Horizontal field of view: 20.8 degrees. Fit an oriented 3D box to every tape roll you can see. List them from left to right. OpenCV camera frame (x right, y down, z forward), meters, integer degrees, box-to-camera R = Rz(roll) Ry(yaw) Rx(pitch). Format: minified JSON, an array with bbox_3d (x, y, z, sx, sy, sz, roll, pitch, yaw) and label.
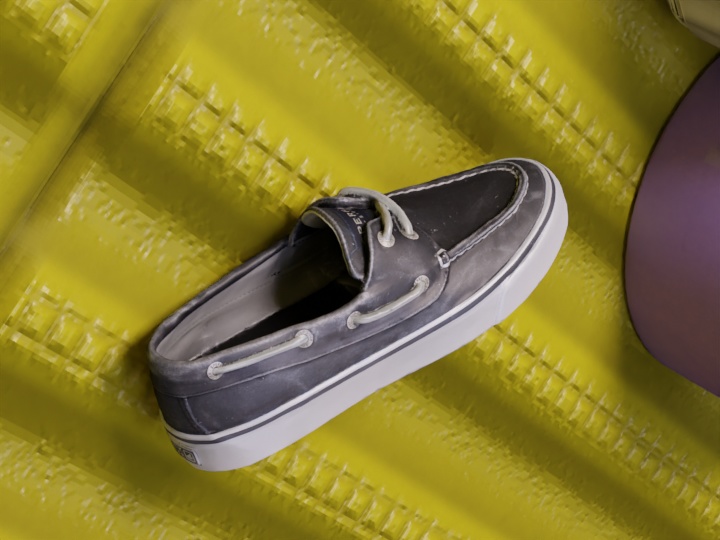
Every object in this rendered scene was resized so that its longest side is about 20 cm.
[{"bbox_3d":[0.230,-0.022,0.976,0.199,0.085,0.202,-22,127,-33],"label":"tape roll"}]

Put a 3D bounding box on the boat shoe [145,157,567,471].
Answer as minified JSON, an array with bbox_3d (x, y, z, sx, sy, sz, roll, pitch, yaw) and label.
[{"bbox_3d":[0.000,0.000,0.791,0.199,0.072,0.068,-31,132,-17],"label":"boat shoe"}]

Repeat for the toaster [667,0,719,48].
[{"bbox_3d":[0.198,-0.157,0.837,0.113,0.129,0.201,-35,132,-22],"label":"toaster"}]
